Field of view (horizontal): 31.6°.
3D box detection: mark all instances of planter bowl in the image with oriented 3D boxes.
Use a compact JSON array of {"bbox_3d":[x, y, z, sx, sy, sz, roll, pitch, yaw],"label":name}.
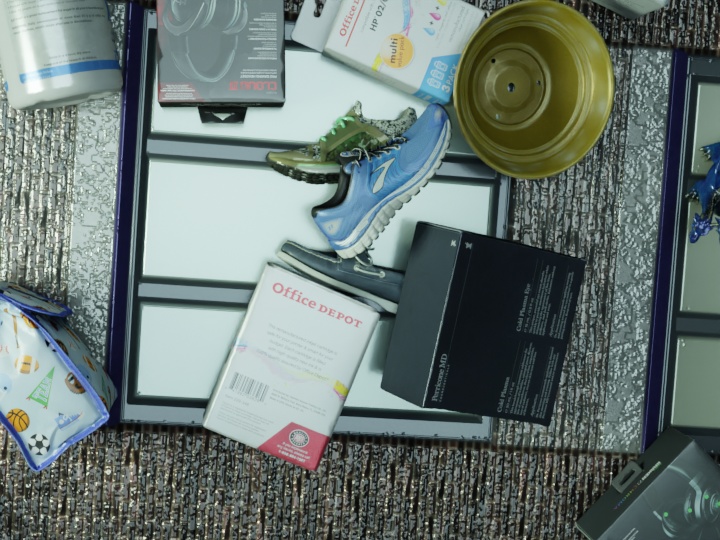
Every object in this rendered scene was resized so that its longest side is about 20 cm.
[{"bbox_3d":[0.189,-0.211,1.482,0.197,0.083,0.204,-3,100,-15],"label":"planter bowl"}]

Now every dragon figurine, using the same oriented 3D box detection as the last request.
[{"bbox_3d":[0.439,-0.120,1.512,0.058,0.099,0.202,23,91,-7],"label":"dragon figurine"}]

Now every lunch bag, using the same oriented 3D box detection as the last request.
[{"bbox_3d":[-0.362,0.097,1.409,0.123,0.170,0.201,-36,96,-5],"label":"lunch bag"}]

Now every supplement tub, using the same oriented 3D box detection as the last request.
[{"bbox_3d":[-0.344,-0.287,1.408,0.130,0.132,0.203,-11,95,-5],"label":"supplement tub"}]

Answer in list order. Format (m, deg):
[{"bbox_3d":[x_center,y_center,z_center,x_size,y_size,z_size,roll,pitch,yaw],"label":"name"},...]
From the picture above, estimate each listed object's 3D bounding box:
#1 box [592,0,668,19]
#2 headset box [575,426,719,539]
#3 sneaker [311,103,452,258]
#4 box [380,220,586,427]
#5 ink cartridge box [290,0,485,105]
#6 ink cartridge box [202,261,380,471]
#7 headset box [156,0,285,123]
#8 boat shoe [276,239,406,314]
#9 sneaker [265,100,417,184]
[{"bbox_3d":[0.287,-0.425,1.463,0.198,0.131,0.201,24,90,-7],"label":"box"},{"bbox_3d":[0.384,0.315,1.536,0.200,0.093,0.174,44,89,-6],"label":"headset box"},{"bbox_3d":[0.022,-0.112,1.413,0.089,0.079,0.200,42,86,-15],"label":"sneaker"},{"bbox_3d":[0.141,0.061,1.462,0.180,0.104,0.203,12,92,-30],"label":"box"},{"bbox_3d":[0.030,-0.284,1.477,0.198,0.068,0.116,22,91,-6],"label":"ink cartridge box"},{"bbox_3d":[-0.081,0.110,1.481,0.146,0.086,0.202,24,90,-6],"label":"ink cartridge box"},{"bbox_3d":[-0.159,-0.269,1.455,0.146,0.077,0.203,0,92,-6],"label":"headset box"},{"bbox_3d":[0.000,0.000,1.488,0.198,0.075,0.063,22,93,-8],"label":"boat shoe"},{"bbox_3d":[-0.015,-0.151,1.486,0.197,0.077,0.090,-5,84,-12],"label":"sneaker"}]
